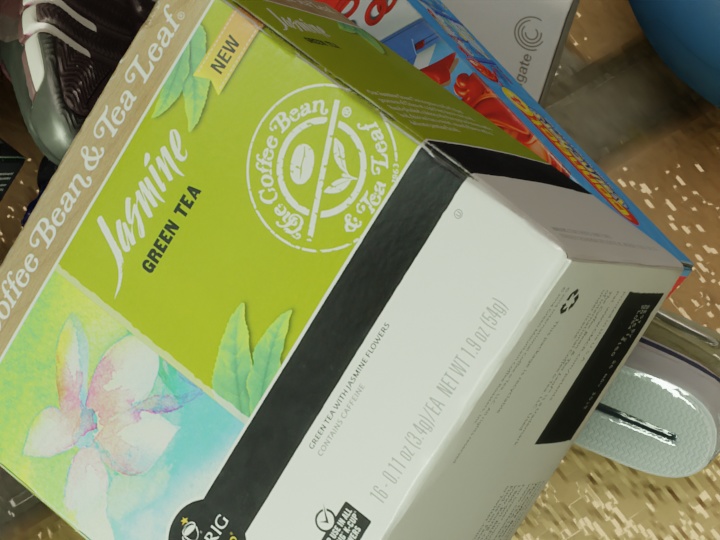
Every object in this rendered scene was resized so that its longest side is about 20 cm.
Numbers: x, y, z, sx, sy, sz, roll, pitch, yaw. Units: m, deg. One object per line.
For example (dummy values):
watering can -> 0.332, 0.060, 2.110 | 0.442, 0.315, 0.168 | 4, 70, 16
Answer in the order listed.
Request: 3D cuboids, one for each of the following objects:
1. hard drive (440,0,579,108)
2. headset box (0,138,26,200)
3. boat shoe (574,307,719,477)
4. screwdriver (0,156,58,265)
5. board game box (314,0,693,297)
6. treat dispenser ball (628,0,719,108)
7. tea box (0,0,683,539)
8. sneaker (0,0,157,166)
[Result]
hard drive -> -0.013, -0.105, 1.277 | 0.199, 0.133, 0.027 | 22, 33, 8
headset box -> -0.268, -0.014, 1.182 | 0.174, 0.093, 0.201 | 38, 102, 13
boat shoe -> 0.073, 0.027, 1.254 | 0.199, 0.072, 0.062 | 27, 34, 11
screwdriver -> -0.151, -0.003, 1.267 | 0.029, 0.028, 0.201 | 8, 56, 33
board game box -> 0.000, 0.000, 1.202 | 0.200, 0.056, 0.196 | -48, 70, 14
treat dispenser ball -> 0.210, -0.159, 1.279 | 0.199, 0.201, 0.202 | 2, 62, -3
tea box -> -0.021, 0.023, 1.105 | 0.196, 0.133, 0.201 | 36, 103, 22
sneaker -> -0.137, -0.094, 1.211 | 0.075, 0.115, 0.201 | 32, 37, -30
